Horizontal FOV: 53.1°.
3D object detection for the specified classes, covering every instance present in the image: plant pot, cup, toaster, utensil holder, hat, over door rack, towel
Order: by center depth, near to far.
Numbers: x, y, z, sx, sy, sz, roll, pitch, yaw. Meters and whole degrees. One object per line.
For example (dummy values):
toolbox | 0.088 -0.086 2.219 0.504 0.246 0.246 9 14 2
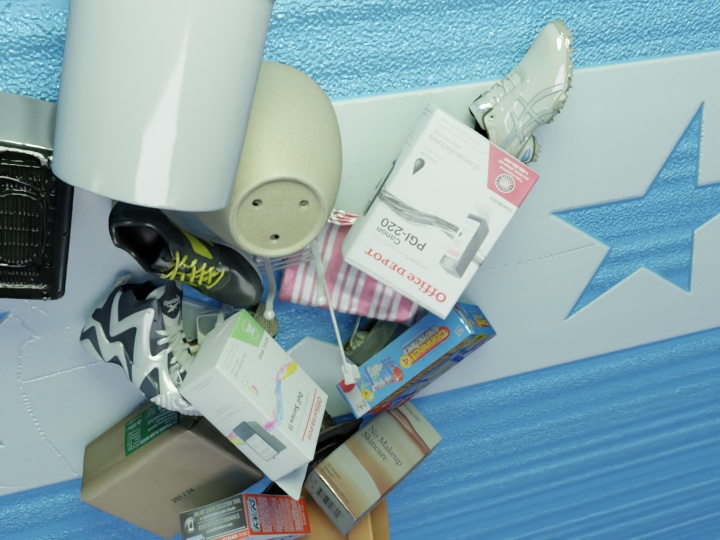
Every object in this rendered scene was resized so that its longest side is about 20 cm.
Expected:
utensil holder | -0.170 -0.169 0.616 0.168 0.170 0.202 8 105 -27
toaster | -0.373 -0.077 0.692 0.179 0.119 0.201 3 129 -25
cup | -0.102 -0.097 0.768 0.198 0.144 0.202 -11 133 -12
over door rack | -0.097 0.071 0.894 0.146 0.067 0.202 -14 103 13
towel | 0.000 0.000 0.928 0.197 0.030 0.148 12 124 -6
hat | -0.093 0.268 1.124 0.200 0.081 0.201 -35 159 -15
plant pot | -0.033 0.423 1.234 0.138 0.202 0.201 -9 135 8

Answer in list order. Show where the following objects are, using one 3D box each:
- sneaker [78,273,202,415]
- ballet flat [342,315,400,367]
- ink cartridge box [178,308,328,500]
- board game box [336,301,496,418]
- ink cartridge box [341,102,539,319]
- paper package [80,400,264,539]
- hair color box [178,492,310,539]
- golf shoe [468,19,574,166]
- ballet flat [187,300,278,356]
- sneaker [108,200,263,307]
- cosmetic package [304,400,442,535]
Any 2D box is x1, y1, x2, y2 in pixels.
sneaker | -0.233 0.080 0.878 0.198 0.079 0.130 34 107 8
ballet flat | 0.039 0.058 1.020 0.063 0.068 0.201 32 113 -9
ink cartridge box | -0.106 0.158 0.844 0.067 0.118 0.200 -33 111 23
board game box | 0.088 0.127 1.040 0.199 0.056 0.195 -39 163 14
ink cartridge box | 0.087 -0.068 0.836 0.145 0.085 0.201 30 105 -10
paper package | -0.274 0.282 1.060 0.199 0.104 0.191 -34 134 10
hair color box | -0.167 0.380 1.075 0.110 0.065 0.200 -22 154 15
golf shoe | 0.179 -0.197 0.845 0.096 0.079 0.202 4 127 -17
ballet flat | -0.208 0.095 0.959 0.198 0.068 0.076 -26 113 -6
sneaker | -0.200 -0.009 0.809 0.199 0.085 0.075 33 112 -16
cosmetic package | 0.021 0.300 1.129 0.199 0.103 0.088 -35 162 -33
